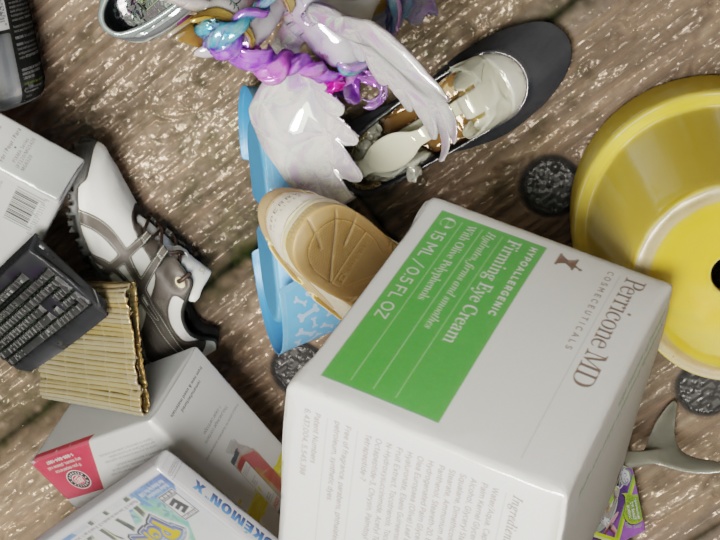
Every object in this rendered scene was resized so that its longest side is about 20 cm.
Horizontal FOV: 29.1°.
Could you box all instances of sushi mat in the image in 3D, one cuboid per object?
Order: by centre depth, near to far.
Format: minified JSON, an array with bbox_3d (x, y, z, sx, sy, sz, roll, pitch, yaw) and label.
[{"bbox_3d":[-0.208,0.056,1.042,0.012,0.200,0.096,-10,95,-33],"label":"sushi mat"}]

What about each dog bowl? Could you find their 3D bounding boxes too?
[{"bbox_3d":[-0.051,-0.039,1.022,0.049,0.111,0.201,-8,107,-13],"label":"dog bowl"}]

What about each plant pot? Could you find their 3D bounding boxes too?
[{"bbox_3d":[0.243,-0.020,0.941,0.200,0.189,0.202,2,107,8],"label":"plant pot"}]

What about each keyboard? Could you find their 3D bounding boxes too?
[{"bbox_3d":[-0.266,0.016,1.032,0.127,0.021,0.200,45,146,-10],"label":"keyboard"}]

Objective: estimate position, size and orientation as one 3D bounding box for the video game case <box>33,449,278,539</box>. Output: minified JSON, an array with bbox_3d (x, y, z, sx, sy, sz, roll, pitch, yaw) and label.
[{"bbox_3d":[-0.127,0.225,1.001,0.182,0.022,0.200,41,132,-14],"label":"video game case"}]

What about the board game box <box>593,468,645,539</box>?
[{"bbox_3d":[0.144,0.132,1.051,0.120,0.032,0.201,-20,110,-15],"label":"board game box"}]

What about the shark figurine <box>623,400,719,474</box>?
[{"bbox_3d":[0.167,0.108,0.995,0.128,0.089,0.214,-48,114,-6],"label":"shark figurine"}]

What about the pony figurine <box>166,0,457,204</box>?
[{"bbox_3d":[-0.021,-0.155,0.905,0.193,0.200,0.166,44,140,-15],"label":"pony figurine"}]

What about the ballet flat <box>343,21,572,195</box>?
[{"bbox_3d":[0.063,-0.111,1.001,0.200,0.073,0.073,-28,102,15],"label":"ballet flat"}]

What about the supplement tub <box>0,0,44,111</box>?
[{"bbox_3d":[-0.304,-0.213,0.994,0.122,0.123,0.201,-6,106,10],"label":"supplement tub"}]

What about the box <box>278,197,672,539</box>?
[{"bbox_3d":[0.068,0.106,0.856,0.171,0.199,0.201,21,134,17],"label":"box"}]

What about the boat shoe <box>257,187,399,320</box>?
[{"bbox_3d":[0.000,0.000,0.960,0.074,0.069,0.200,-50,137,-5],"label":"boat shoe"}]

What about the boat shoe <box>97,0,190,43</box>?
[{"bbox_3d":[-0.110,-0.234,0.985,0.201,0.072,0.070,-42,97,16],"label":"boat shoe"}]

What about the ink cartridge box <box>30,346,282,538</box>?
[{"bbox_3d":[-0.128,0.171,1.068,0.145,0.084,0.200,-21,117,36],"label":"ink cartridge box"}]

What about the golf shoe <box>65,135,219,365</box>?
[{"bbox_3d":[-0.164,-0.015,1.065,0.094,0.078,0.201,-10,116,8],"label":"golf shoe"}]

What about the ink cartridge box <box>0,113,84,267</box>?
[{"bbox_3d":[-0.307,-0.067,1.008,0.173,0.044,0.200,30,150,-11],"label":"ink cartridge box"}]
